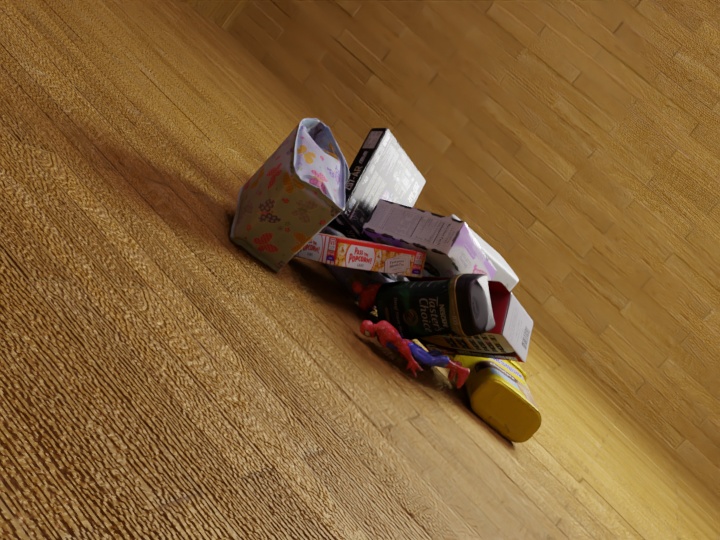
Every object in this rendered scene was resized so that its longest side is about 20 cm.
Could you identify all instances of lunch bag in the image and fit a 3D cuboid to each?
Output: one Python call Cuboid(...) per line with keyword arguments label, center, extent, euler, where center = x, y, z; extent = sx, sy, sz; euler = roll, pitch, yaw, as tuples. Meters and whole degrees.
Cuboid(label="lunch bag", center=(-0.106, -0.129, 1.340), extent=(0.126, 0.169, 0.202), euler=(34, 31, -27))

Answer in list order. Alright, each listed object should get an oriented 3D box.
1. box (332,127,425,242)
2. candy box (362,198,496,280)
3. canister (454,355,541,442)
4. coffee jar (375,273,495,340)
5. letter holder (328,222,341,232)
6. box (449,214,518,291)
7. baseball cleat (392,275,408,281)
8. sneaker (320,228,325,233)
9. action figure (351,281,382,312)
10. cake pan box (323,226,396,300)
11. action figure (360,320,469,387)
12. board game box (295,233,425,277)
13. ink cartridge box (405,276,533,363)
Cuboid(label="box", center=(0.033, -0.142, 1.609), extent=(0.043, 0.202, 0.160), euler=(8, -28, 42))
Cuboid(label="candy box", center=(0.127, -0.037, 1.545), extent=(0.198, 0.072, 0.168), euler=(19, -20, 39))
Cuboid(label="canister", center=(0.256, 0.221, 1.586), extent=(0.148, 0.087, 0.200), euler=(38, 13, -11))
Cuboid(label="coffee jar", center=(0.127, 0.063, 1.430), extent=(0.085, 0.197, 0.107), euler=(-18, 99, -57))
Cuboid(label="letter holder", center=(-0.041, -0.131, 1.734), extent=(0.198, 0.102, 0.142), euler=(24, 3, 27))
Cuboid(label="box", center=(0.233, 0.013, 2.014), extent=(0.171, 0.200, 0.199), euler=(39, 11, -16))
Cuboid(label="baseball cleat", center=(0.141, 0.049, 1.728), extent=(0.105, 0.071, 0.198), euler=(2, 8, -40))
Cuboid(label="sneaker", center=(-0.126, -0.101, 1.510), extent=(0.081, 0.089, 0.199), euler=(46, 12, 27))
Cuboid(label="action figure", center=(0.044, 0.058, 1.542), extent=(0.199, 0.065, 0.052), euler=(29, 22, -53))
Cuboid(label="cake pan box", center=(0.000, 0.000, 1.658), extent=(0.185, 0.052, 0.199), euler=(50, 14, 31))
Cuboid(label="action figure", center=(0.083, 0.133, 1.386), extent=(0.198, 0.052, 0.065), euler=(32, 7, -19))
Cuboid(label="board game box", center=(-0.010, -0.029, 1.451), extent=(0.198, 0.047, 0.150), euler=(8, 4, -41))
Cuboid(label="ink cartridge box", center=(0.184, 0.086, 1.514), extent=(0.197, 0.085, 0.176), euler=(3, -25, 33))
